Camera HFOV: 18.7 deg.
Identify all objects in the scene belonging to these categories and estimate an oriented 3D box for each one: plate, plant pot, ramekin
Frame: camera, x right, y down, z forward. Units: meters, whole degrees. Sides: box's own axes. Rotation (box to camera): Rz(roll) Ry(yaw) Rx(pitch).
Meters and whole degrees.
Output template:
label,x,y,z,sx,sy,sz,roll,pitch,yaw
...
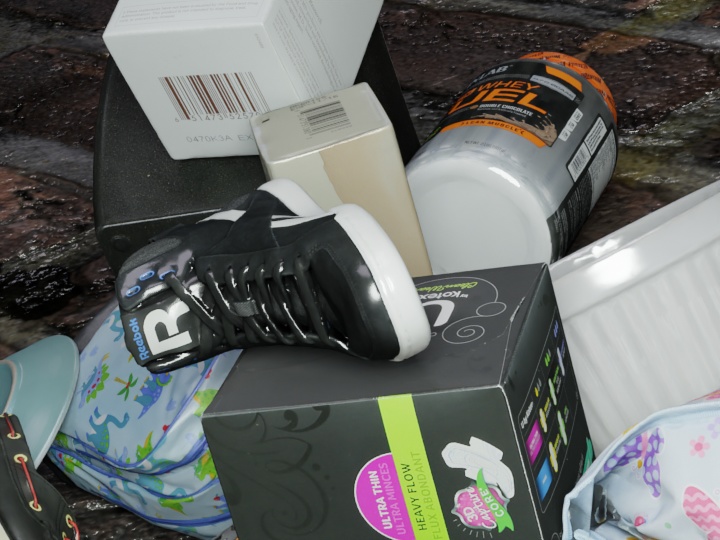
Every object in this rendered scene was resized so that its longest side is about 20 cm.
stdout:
label,x,y,z,sx,sy,sz,roll,pitch,yaw
plate,-0.242,0.115,1.312,0.200,0.026,0.200,-42,23,22
plant pot,-0.072,-0.037,1.478,0.199,0.200,0.178,-7,37,19
ramekin,0.155,0.033,1.196,0.200,0.105,0.200,-28,1,0

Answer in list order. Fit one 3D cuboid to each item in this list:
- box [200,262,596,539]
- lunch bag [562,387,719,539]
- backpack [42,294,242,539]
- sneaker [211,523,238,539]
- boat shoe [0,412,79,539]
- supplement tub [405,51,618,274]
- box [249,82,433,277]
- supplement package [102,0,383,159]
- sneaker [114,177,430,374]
label,x,y,z,sx,sy,sz,roll,pitch,yaw
box,0.033,0.116,1.043,0.148,0.200,0.124,-8,25,19
lunch bag,0.213,0.100,1.005,0.200,0.128,0.170,-6,2,27
backpack,-0.098,0.081,1.288,0.200,0.154,0.163,31,77,40
sneaker,-0.078,0.174,1.145,0.200,0.078,0.077,-35,25,-34
boat shoe,-0.176,0.140,1.144,0.063,0.074,0.201,-11,34,-24
supplement tub,0.104,-0.067,1.496,0.122,0.123,0.200,-4,26,25
box,0.000,0.000,1.317,0.078,0.200,0.095,-18,24,-3
supplement package,-0.063,-0.182,1.398,0.117,0.117,0.200,-1,49,26
sneaker,-0.048,0.019,0.983,0.112,0.073,0.200,-26,17,-13
